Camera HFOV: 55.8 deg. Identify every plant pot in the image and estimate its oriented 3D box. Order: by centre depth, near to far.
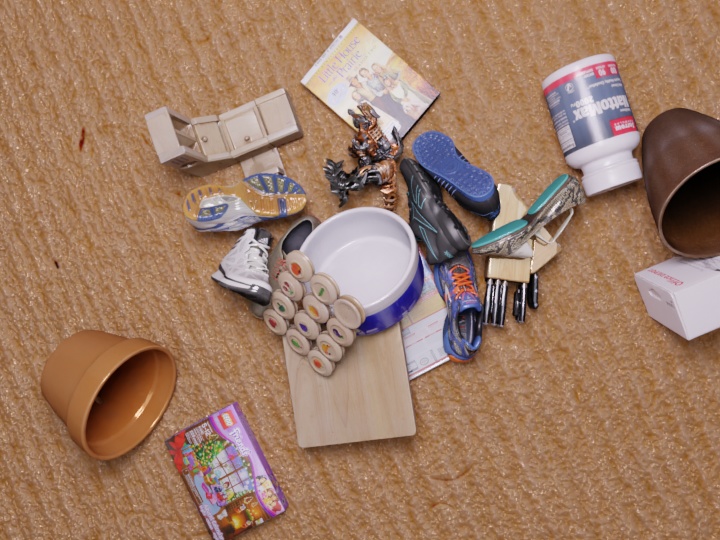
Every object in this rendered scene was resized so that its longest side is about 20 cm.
[{"bbox_3d":[0.510,-0.156,1.036,0.185,0.188,0.201,-11,43,4],"label":"plant pot"},{"bbox_3d":[-0.422,0.187,1.117,0.139,0.200,0.201,24,90,21],"label":"plant pot"}]

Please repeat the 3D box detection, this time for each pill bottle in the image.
[{"bbox_3d":[0.378,-0.229,1.093,0.119,0.120,0.202,-18,87,4],"label":"pill bottle"}]

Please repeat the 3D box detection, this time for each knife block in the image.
[{"bbox_3d":[0.231,-0.016,1.124,0.175,0.064,0.201,-38,86,2],"label":"knife block"}]

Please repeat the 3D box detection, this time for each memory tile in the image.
[{"bbox_3d":[-0.075,0.071,1.032,0.153,0.200,0.017,41,49,11],"label":"memory tile"}]

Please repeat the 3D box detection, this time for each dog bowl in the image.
[{"bbox_3d":[0.000,0.000,1.086,0.198,0.079,0.201,-10,53,13],"label":"dog bowl"}]

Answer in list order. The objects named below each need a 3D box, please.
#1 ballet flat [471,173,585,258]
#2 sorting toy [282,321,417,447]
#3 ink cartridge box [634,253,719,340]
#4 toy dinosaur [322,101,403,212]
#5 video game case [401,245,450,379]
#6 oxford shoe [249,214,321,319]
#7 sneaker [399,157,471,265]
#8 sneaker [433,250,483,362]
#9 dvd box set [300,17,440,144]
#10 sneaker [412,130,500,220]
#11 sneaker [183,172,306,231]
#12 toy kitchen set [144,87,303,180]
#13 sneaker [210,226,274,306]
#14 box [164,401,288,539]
[{"bbox_3d":[0.271,-0.066,1.064,0.199,0.068,0.076,-38,101,0],"label":"ballet flat"},{"bbox_3d":[-0.014,0.175,1.125,0.197,0.070,0.202,-10,87,13],"label":"sorting toy"},{"bbox_3d":[0.553,0.016,1.053,0.199,0.145,0.085,-23,100,4],"label":"ink cartridge box"},{"bbox_3d":[0.013,-0.168,1.124,0.135,0.102,0.202,-18,84,6],"label":"toy dinosaur"},{"bbox_3d":[0.079,0.075,1.157,0.142,0.017,0.201,-27,87,3],"label":"video game case"},{"bbox_3d":[-0.134,-0.008,1.148,0.070,0.075,0.201,28,91,3],"label":"oxford shoe"},{"bbox_3d":[0.103,-0.100,1.117,0.079,0.075,0.201,-39,59,23],"label":"sneaker"},{"bbox_3d":[0.170,0.047,1.110,0.075,0.078,0.202,-6,81,-14],"label":"sneaker"},{"bbox_3d":[0.017,-0.312,1.168,0.200,0.029,0.147,42,92,4],"label":"dvd box set"},{"bbox_3d":[0.156,-0.153,1.116,0.070,0.078,0.200,-36,49,-2],"label":"sneaker"},{"bbox_3d":[-0.188,-0.107,1.123,0.198,0.088,0.076,-5,72,-8],"label":"sneaker"},{"bbox_3d":[-0.200,-0.195,1.106,0.198,0.180,0.164,-21,88,8],"label":"toy kitchen set"},{"bbox_3d":[-0.178,-0.017,1.102,0.075,0.200,0.116,29,85,-28],"label":"sneaker"},{"bbox_3d":[-0.229,0.346,1.162,0.136,0.039,0.201,-28,86,2],"label":"box"}]
